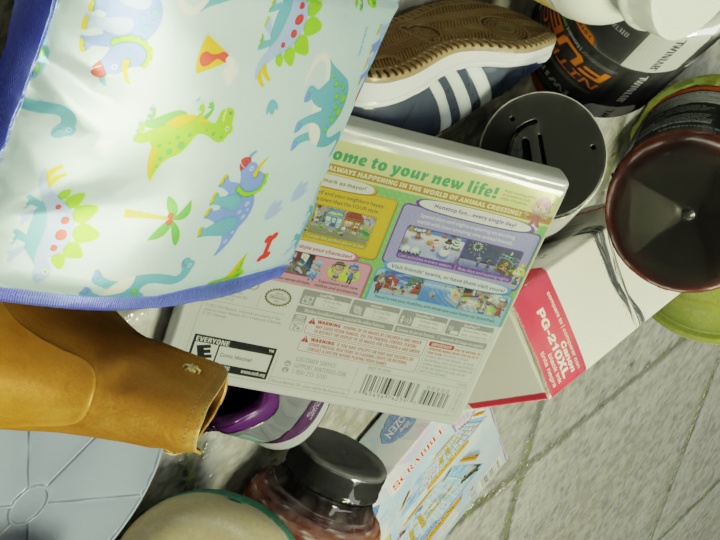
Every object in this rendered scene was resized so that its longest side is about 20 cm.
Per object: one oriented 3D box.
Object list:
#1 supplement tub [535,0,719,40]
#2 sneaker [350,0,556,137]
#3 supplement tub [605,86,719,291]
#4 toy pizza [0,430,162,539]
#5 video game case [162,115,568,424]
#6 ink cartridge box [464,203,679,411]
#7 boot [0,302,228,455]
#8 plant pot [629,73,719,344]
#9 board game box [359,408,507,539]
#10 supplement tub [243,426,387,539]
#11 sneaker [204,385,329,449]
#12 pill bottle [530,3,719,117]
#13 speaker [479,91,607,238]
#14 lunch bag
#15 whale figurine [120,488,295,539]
[{"bbox_3d":[0.100,-0.214,0.709,0.145,0.199,0.146,-38,147,-31],"label":"supplement tub"},{"bbox_3d":[0.040,-0.099,0.869,0.199,0.070,0.109,-21,135,-43],"label":"sneaker"},{"bbox_3d":[0.233,-0.065,0.960,0.200,0.106,0.108,-46,157,-64],"label":"supplement tub"},{"bbox_3d":[-0.189,0.119,0.764,0.200,0.032,0.201,-36,146,-28],"label":"toy pizza"},{"bbox_3d":[0.000,0.000,0.825,0.199,0.022,0.183,12,118,-19],"label":"video game case"},{"bbox_3d":[0.133,0.024,1.052,0.200,0.144,0.085,-31,101,-40],"label":"ink cartridge box"},{"bbox_3d":[-0.135,0.043,0.599,0.201,0.143,0.071,-26,135,-78],"label":"boot"},{"bbox_3d":[0.323,-0.068,1.253,0.201,0.200,0.185,-48,139,-16],"label":"plant pot"},{"bbox_3d":[0.039,0.186,1.187,0.200,0.041,0.200,-48,151,-16],"label":"board game box"},{"bbox_3d":[-0.052,0.215,1.003,0.107,0.107,0.201,2,117,-58],"label":"supplement tub"},{"bbox_3d":[-0.032,0.027,0.885,0.087,0.074,0.201,12,109,-55],"label":"sneaker"},{"bbox_3d":[0.173,-0.166,0.923,0.106,0.106,0.200,-48,179,-16],"label":"pill bottle"},{"bbox_3d":[0.115,-0.064,0.939,0.081,0.081,0.200,-56,175,-1],"label":"speaker"},{"bbox_3d":[-0.093,-0.078,0.620,0.200,0.127,0.171,-21,137,-62],"label":"lunch bag"},{"bbox_3d":[-0.106,0.240,0.910,0.104,0.158,0.201,-24,131,-81],"label":"whale figurine"}]
